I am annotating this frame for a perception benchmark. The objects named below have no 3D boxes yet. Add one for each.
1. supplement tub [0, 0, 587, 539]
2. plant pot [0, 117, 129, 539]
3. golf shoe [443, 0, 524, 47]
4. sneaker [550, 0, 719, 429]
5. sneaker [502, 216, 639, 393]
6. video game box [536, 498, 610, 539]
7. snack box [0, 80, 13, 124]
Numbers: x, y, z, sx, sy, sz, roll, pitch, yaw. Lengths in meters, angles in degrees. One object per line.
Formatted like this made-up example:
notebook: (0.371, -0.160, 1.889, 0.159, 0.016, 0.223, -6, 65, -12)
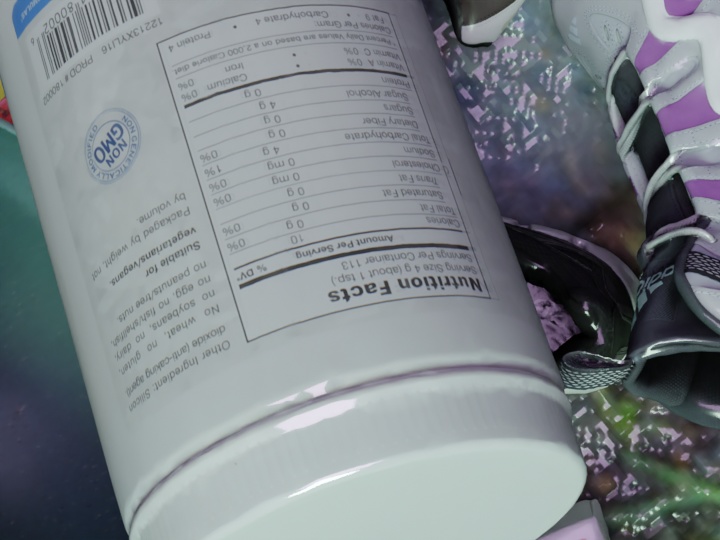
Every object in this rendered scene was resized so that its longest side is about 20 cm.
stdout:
supplement tub: (-0.025, -0.009, 0.694, 0.132, 0.132, 0.200, -20, 67, 4)
plant pot: (-0.137, 0.066, 0.712, 0.134, 0.200, 0.200, -30, 92, 22)
golf shoe: (-0.030, -0.134, 0.791, 0.200, 0.078, 0.095, 17, 97, 5)
sneaker: (0.102, -0.014, 0.748, 0.140, 0.078, 0.200, -38, 64, -23)
sneaker: (0.000, 0.000, 0.790, 0.200, 0.091, 0.067, 13, 93, 2)
video game box: (0.027, 0.201, 0.824, 0.200, 0.047, 0.182, -24, 89, 4)
snack box: (-0.211, -0.037, 0.810, 0.169, 0.068, 0.200, 35, 94, -1)
